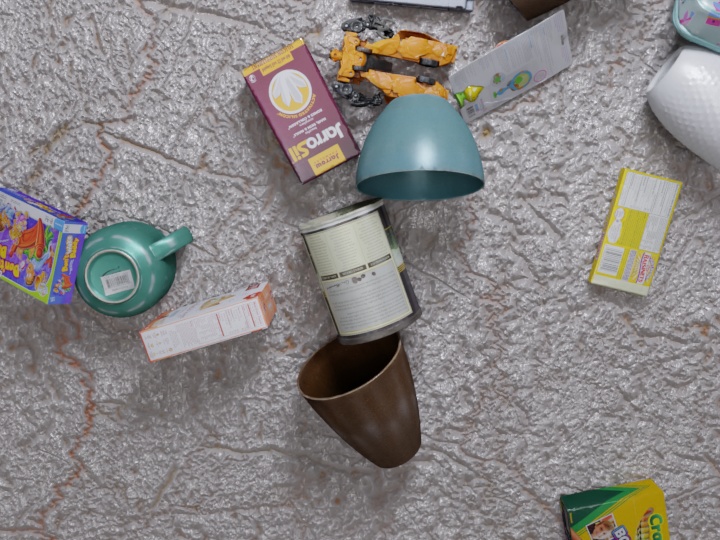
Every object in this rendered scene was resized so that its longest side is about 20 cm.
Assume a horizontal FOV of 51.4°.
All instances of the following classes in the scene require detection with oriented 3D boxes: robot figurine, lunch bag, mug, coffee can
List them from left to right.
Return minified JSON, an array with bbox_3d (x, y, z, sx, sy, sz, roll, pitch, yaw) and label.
[{"bbox_3d":[-0.381,-0.013,1.222,0.152,0.114,0.185,28,99,-5],"label":"mug"},{"bbox_3d":[0.000,0.000,1.209,0.146,0.146,0.201,-19,99,3],"label":"coffee can"},{"bbox_3d":[0.048,-0.326,1.198,0.199,0.058,0.146,10,99,-3],"label":"robot figurine"},{"bbox_3d":[0.558,-0.282,1.175,0.175,0.148,0.200,35,69,0],"label":"mug"},{"bbox_3d":[0.557,-0.420,1.134,0.160,0.077,0.200,19,61,-1],"label":"lunch bag"}]

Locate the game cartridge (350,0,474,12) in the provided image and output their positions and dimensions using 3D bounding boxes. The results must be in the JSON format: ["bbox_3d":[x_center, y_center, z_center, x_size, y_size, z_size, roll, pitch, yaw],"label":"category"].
[{"bbox_3d":[0.087,-0.486,1.182,0.199,0.042,0.134,5,96,-1],"label":"game cartridge"}]

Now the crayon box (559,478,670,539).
[{"bbox_3d":[0.461,0.491,1.340,0.172,0.058,0.201,-11,100,2],"label":"crayon box"}]

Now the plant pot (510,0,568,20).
[{"bbox_3d":[0.298,-0.481,1.118,0.187,0.187,0.200,45,111,-7],"label":"plant pot"}]

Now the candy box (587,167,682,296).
[{"bbox_3d":[0.461,-0.064,1.260,0.102,0.026,0.201,13,100,-5],"label":"candy box"}]

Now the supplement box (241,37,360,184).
[{"bbox_3d":[-0.092,-0.251,1.196,0.110,0.086,0.200,-28,99,4],"label":"supplement box"}]

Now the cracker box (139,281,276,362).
[{"bbox_3d":[-0.245,0.081,1.230,0.199,0.134,0.058,-16,99,2],"label":"cracker box"}]

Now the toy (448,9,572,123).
[{"bbox_3d":[0.233,-0.329,1.190,0.200,0.115,0.047,-32,54,3],"label":"toy"}]

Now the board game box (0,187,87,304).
[{"bbox_3d":[-0.532,-0.043,1.203,0.200,0.045,0.135,21,101,29],"label":"board game box"}]

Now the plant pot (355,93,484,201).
[{"bbox_3d":[0.091,-0.195,1.164,0.199,0.200,0.135,-1,83,0],"label":"plant pot"}]

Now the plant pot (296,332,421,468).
[{"bbox_3d":[0.022,0.225,1.248,0.186,0.187,0.200,-26,114,4],"label":"plant pot"}]
